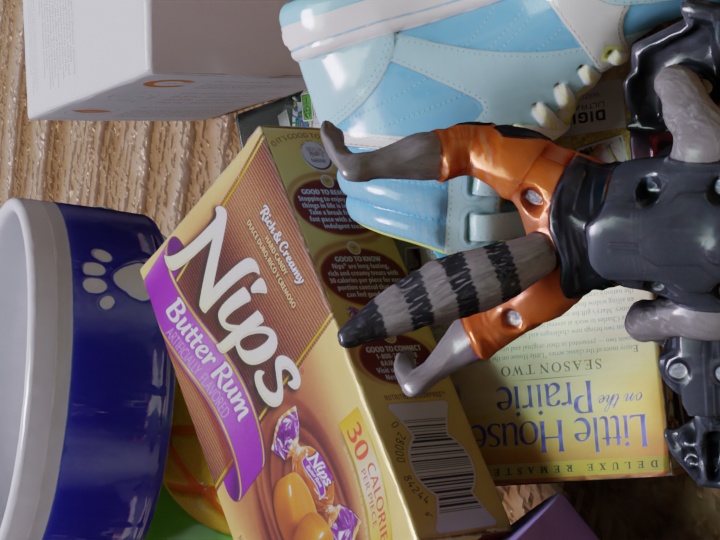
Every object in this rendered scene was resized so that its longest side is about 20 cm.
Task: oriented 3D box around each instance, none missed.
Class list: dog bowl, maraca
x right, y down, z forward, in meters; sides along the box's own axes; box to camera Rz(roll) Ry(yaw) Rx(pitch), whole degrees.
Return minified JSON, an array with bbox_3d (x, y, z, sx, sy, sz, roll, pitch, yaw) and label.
[{"bbox_3d":[-0.165,0.063,1.023,0.200,0.078,0.201,-175,90,-70],"label":"dog bowl"},{"bbox_3d":[-0.063,0.095,1.015,0.137,0.107,0.201,27,107,19],"label":"maraca"}]

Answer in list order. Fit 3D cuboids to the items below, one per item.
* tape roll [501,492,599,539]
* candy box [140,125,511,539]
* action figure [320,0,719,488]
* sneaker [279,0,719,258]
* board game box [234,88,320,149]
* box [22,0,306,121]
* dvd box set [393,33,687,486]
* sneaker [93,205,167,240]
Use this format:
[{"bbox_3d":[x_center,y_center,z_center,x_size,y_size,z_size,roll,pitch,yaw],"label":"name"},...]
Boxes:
[{"bbox_3d":[0.032,0.186,0.756,0.085,0.200,0.200,50,143,6],"label":"tape roll"},{"bbox_3d":[-0.020,0.051,0.802,0.117,0.056,0.201,-45,58,41],"label":"candy box"},{"bbox_3d":[0.097,0.012,0.687,0.105,0.192,0.201,-56,-46,-67],"label":"action figure"},{"bbox_3d":[0.075,-0.069,0.746,0.199,0.080,0.131,-10,98,19],"label":"sneaker"},{"bbox_3d":[0.000,0.000,0.939,0.104,0.023,0.201,-16,74,19],"label":"board game box"},{"bbox_3d":[-0.107,-0.146,1.075,0.200,0.124,0.098,-5,87,61],"label":"box"},{"bbox_3d":[0.063,-0.007,0.804,0.146,0.029,0.201,-8,85,29],"label":"dvd box set"},{"bbox_3d":[-0.092,0.036,1.132,0.074,0.088,0.200,-49,63,12],"label":"sneaker"}]
